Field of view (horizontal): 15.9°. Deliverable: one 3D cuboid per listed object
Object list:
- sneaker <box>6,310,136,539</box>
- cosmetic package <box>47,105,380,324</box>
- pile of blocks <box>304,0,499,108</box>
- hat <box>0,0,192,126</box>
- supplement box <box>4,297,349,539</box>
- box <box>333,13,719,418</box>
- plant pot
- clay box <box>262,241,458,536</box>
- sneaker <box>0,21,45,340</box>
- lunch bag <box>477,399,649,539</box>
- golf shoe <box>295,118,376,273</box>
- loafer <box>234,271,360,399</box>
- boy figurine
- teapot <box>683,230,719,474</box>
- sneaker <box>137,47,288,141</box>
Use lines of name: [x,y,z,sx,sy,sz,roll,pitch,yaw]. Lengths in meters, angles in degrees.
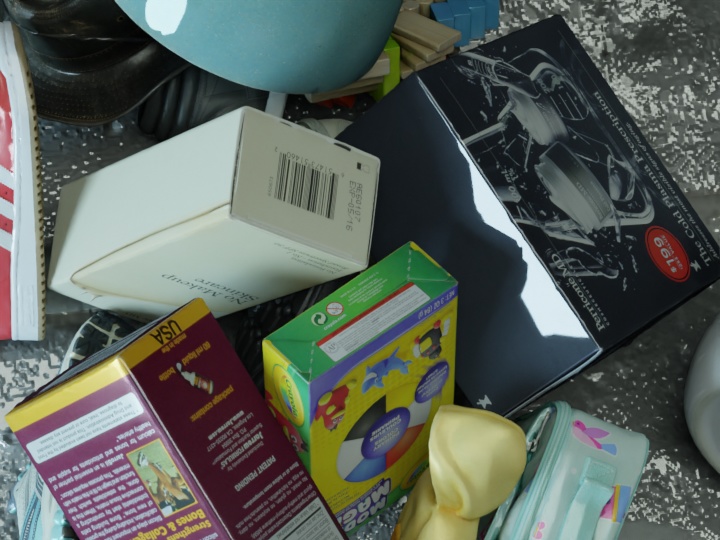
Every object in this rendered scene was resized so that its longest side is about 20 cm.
sneaker: [-0.176,0.115,1.552,0.078,0.086,0.200,35,47,-33]
cosmetic package: [-0.089,-0.027,1.522,0.103,0.200,0.073,20,66,-32]
pile of blocks: [0.038,-0.140,1.631,0.082,0.062,0.200,29,45,36]
hat: [-0.167,-0.191,1.590,0.200,0.081,0.201,-9,57,13]
supplement box: [-0.096,0.133,1.472,0.086,0.110,0.200,-38,98,-49]
box: [0.102,-0.034,1.577,0.200,0.104,0.182,56,38,5]
plant pot: [-0.047,-0.223,1.512,0.200,0.135,0.200,19,41,-17]
clay box: [0.001,0.087,1.519,0.115,0.200,0.048,-34,56,-25]
sneaker: [-0.248,-0.050,1.549,0.112,0.071,0.201,-2,109,-6]
lunch bag: [0.099,0.175,1.542,0.077,0.160,0.201,22,75,-5]
golf shoe: [0.000,0.000,1.612,0.097,0.078,0.201,-19,101,-49]
loafer: [-0.046,0.072,1.564,0.070,0.068,0.201,19,105,-27]
boy figurine: [0.034,0.160,1.511,0.064,0.200,0.124,26,39,-4]
teapot: [0.302,0.057,1.600,0.197,0.200,0.146,20,60,9]
sneaker: [-0.089,-0.163,1.635,0.099,0.071,0.201,14,79,-12]
